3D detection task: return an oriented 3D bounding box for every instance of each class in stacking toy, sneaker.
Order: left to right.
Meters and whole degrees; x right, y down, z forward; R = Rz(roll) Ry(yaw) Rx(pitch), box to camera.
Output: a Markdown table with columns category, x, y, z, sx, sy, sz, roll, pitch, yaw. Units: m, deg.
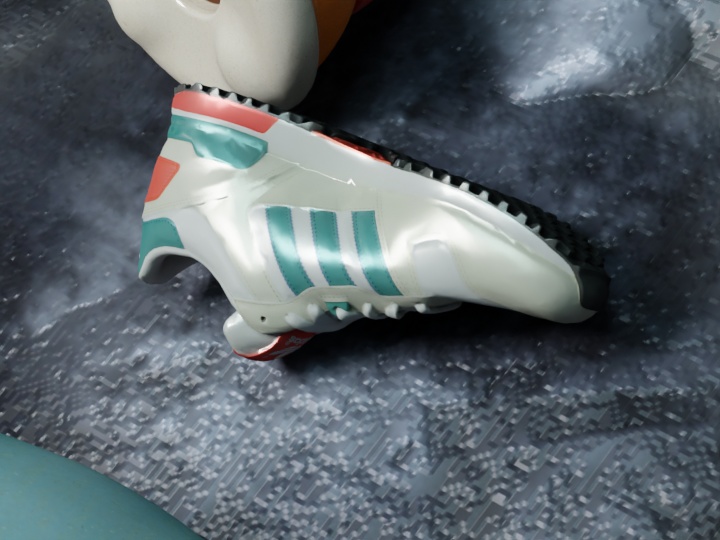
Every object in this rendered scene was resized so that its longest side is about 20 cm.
| category | x | y | z | sx | sy | sz | roll | pitch | yaw |
| --- | --- | --- | --- | --- | --- | --- | --- | --- | --- |
| stacking toy | -0.010 | -0.170 | 1.162 | 0.200 | 0.146 | 0.146 | -37 | 47 | -26 |
| sneaker | -0.001 | 0.000 | 1.065 | 0.200 | 0.070 | 0.094 | 23 | 94 | 28 |

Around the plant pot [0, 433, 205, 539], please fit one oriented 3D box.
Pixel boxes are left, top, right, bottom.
| category | x | y | z | sx | sy | sz | roll | pitch | yaw |
| --- | --- | --- | --- | --- | --- | --- | --- | --- | --- |
| plant pot | -0.108 | 0.153 | 0.923 | 0.188 | 0.200 | 0.200 | 14 | 62 | 16 |
